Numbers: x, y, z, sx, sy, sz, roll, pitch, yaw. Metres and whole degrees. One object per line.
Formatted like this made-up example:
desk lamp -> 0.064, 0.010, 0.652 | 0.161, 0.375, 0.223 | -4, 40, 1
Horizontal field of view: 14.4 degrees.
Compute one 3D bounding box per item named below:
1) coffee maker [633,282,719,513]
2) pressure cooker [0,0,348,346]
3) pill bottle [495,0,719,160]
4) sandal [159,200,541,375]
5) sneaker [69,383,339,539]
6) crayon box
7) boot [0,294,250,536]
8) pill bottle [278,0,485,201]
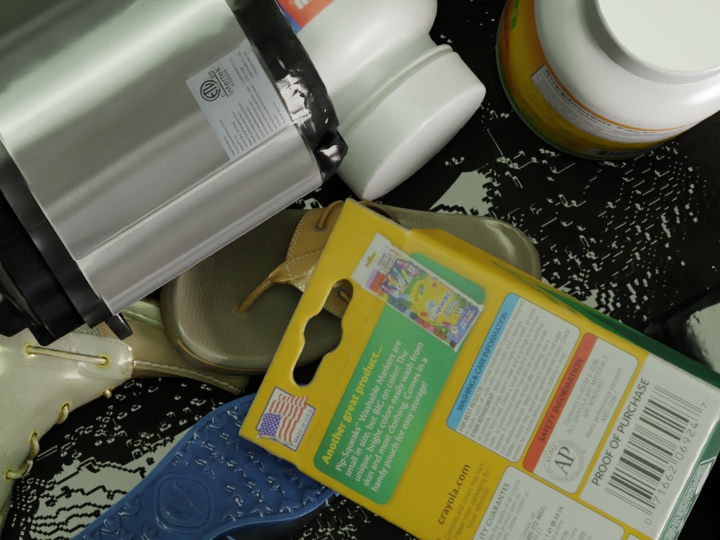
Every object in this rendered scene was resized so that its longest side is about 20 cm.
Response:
coffee maker -> 0.208, 0.106, 1.350 | 0.191, 0.135, 0.201 | -30, 76, 19
pressure cooker -> -0.128, -0.071, 1.257 | 0.199, 0.179, 0.176 | -33, 80, -4
pill bottle -> 0.131, -0.118, 1.344 | 0.110, 0.200, 0.112 | 0, 85, -6
sandal -> 0.000, 0.000, 1.362 | 0.199, 0.054, 0.081 | -5, 70, -20
sneaker -> -0.083, 0.126, 1.358 | 0.200, 0.078, 0.070 | -32, 76, -31
crayon box -> 0.060, 0.065, 1.308 | 0.199, 0.052, 0.126 | 28, 99, 16
boot -> -0.156, 0.076, 1.360 | 0.199, 0.072, 0.156 | 15, 86, -16
pill bottle -> -0.033, -0.135, 1.396 | 0.112, 0.112, 0.200 | -40, 80, -10
